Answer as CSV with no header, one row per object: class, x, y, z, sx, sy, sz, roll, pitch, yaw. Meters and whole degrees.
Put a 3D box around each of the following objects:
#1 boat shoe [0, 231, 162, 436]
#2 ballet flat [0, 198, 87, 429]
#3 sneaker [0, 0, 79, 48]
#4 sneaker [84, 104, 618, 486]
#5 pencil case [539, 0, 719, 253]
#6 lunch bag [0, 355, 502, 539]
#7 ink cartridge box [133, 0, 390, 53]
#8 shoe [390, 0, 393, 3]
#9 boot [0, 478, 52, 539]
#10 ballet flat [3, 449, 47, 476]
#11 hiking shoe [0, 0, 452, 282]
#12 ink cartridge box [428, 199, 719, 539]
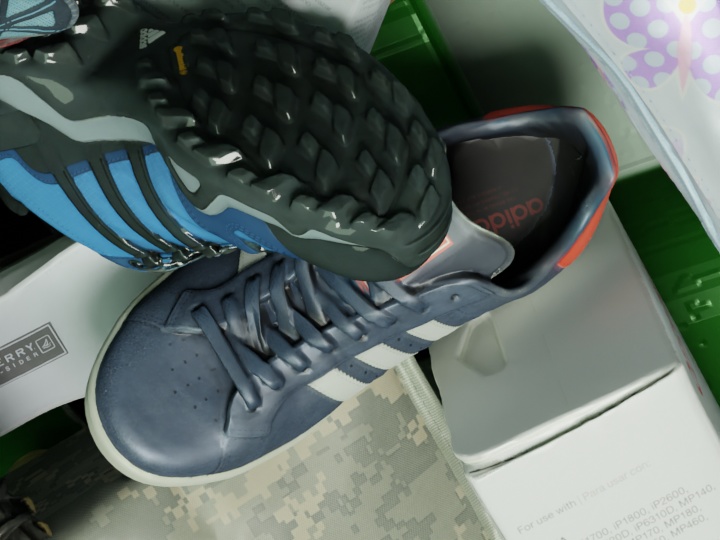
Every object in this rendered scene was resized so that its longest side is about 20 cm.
boat shoe,-0.103,0.014,0.903,0.199,0.057,0.069,-21,112,3
ballet flat,-0.114,0.019,0.961,0.066,0.057,0.201,-25,116,25
sneaker,-0.088,-0.153,0.741,0.095,0.080,0.201,9,126,-33
sneaker,0.000,0.000,0.829,0.075,0.199,0.084,56,160,2
pencil case,0.109,-0.082,0.833,0.200,0.091,0.083,48,147,-22
lunch bag,-0.019,0.131,0.936,0.163,0.118,0.201,-32,106,-9
ink cartridge box,-0.067,-0.152,0.798,0.199,0.041,0.201,35,137,9
shoe,-0.009,-0.174,0.824,0.070,0.053,0.201,-23,133,-23
boot,-0.137,0.038,0.818,0.138,0.077,0.201,37,125,13
ballet flat,-0.060,0.130,1.023,0.199,0.063,0.069,33,114,-20
hiking shoe,-0.049,-0.035,0.803,0.199,0.074,0.087,25,143,33
ink cartridge box,0.105,0.095,0.911,0.085,0.148,0.201,-26,116,6
